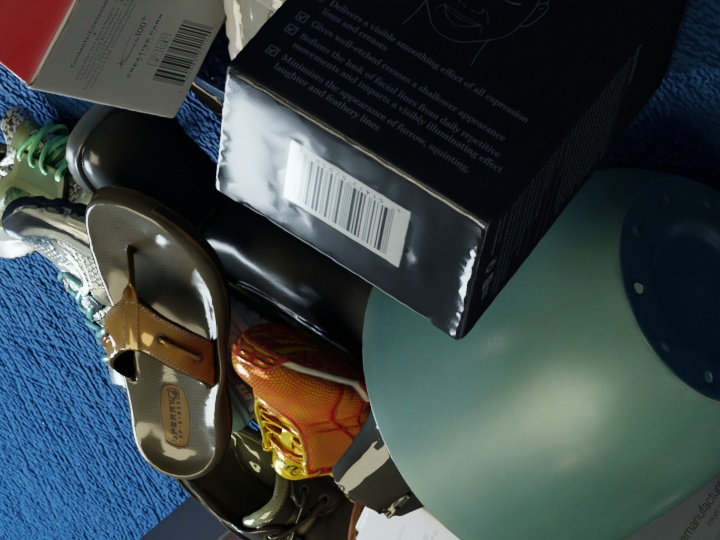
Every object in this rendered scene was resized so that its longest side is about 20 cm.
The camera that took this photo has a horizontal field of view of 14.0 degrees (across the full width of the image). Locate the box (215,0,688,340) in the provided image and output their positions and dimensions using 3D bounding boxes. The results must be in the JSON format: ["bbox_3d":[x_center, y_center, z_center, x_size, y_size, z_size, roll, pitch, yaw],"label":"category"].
[{"bbox_3d":[0.046,-0.096,1.423,0.148,0.200,0.107,32,150,13],"label":"box"}]

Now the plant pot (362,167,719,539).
[{"bbox_3d":[0.128,0.039,1.530,0.201,0.201,0.161,47,137,-13],"label":"plant pot"}]

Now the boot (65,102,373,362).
[{"bbox_3d":[-0.055,-0.014,1.648,0.200,0.066,0.165,35,179,31],"label":"boot"}]

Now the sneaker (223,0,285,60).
[{"bbox_3d":[-0.029,-0.144,1.565,0.082,0.075,0.200,11,139,42],"label":"sneaker"}]

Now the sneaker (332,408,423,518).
[{"bbox_3d":[0.079,0.090,1.662,0.106,0.200,0.075,-53,44,30],"label":"sneaker"}]

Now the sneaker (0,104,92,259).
[{"bbox_3d":[-0.198,-0.064,1.871,0.200,0.077,0.089,-14,113,52],"label":"sneaker"}]

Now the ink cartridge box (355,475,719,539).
[{"bbox_3d":[0.120,0.146,1.720,0.200,0.148,0.086,34,148,8],"label":"ink cartridge box"}]

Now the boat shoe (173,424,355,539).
[{"bbox_3d":[-0.054,0.140,1.788,0.201,0.072,0.066,35,-174,-2],"label":"boat shoe"}]

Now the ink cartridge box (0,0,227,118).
[{"bbox_3d":[-0.198,-0.175,1.577,0.200,0.084,0.175,36,-166,29],"label":"ink cartridge box"}]

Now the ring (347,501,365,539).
[{"bbox_3d":[0.061,0.196,1.800,0.019,0.201,0.201,-19,118,43],"label":"ring"}]

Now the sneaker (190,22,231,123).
[{"bbox_3d":[-0.058,-0.095,1.670,0.200,0.070,0.078,39,149,2],"label":"sneaker"}]

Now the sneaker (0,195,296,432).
[{"bbox_3d":[-0.130,0.028,1.717,0.200,0.086,0.078,32,-179,-14],"label":"sneaker"}]

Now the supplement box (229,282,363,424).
[{"bbox_3d":[-0.076,0.043,1.828,0.200,0.067,0.069,33,-171,32],"label":"supplement box"}]

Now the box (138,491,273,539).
[{"bbox_3d":[-0.028,0.219,1.904,0.198,0.200,0.123,47,-173,-14],"label":"box"}]

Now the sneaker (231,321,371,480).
[{"bbox_3d":[-0.026,0.083,1.663,0.073,0.077,0.200,31,176,26],"label":"sneaker"}]

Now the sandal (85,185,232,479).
[{"bbox_3d":[-0.117,0.044,1.651,0.081,0.055,0.200,12,127,19],"label":"sandal"}]
